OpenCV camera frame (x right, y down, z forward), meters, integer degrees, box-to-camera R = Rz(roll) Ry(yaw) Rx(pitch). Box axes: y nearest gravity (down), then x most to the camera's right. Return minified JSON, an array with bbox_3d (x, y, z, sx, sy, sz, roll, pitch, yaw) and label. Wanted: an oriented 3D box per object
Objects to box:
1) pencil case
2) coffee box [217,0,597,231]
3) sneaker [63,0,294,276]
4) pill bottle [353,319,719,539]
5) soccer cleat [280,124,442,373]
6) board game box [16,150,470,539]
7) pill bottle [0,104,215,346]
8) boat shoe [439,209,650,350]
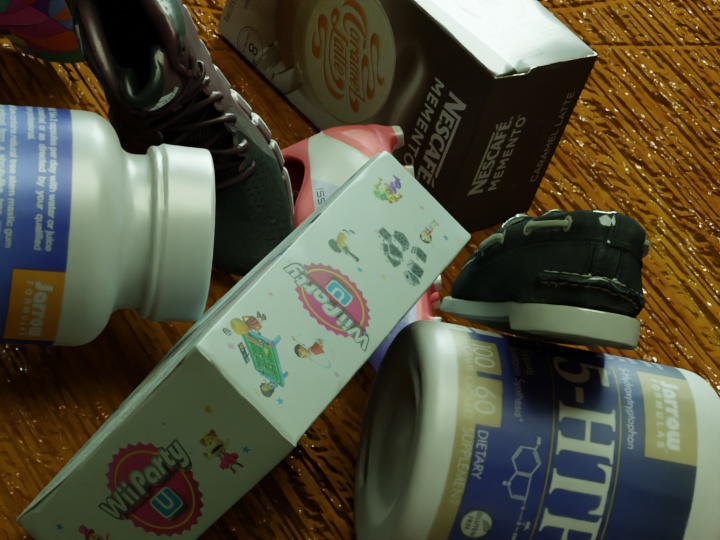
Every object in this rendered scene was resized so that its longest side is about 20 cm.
[{"bbox_3d":[-0.181,-0.163,1.526,0.088,0.088,0.200,33,0,16],"label":"pencil case"},{"bbox_3d":[0.022,-0.127,1.631,0.080,0.114,0.200,-15,48,-41],"label":"coffee box"},{"bbox_3d":[-0.094,-0.073,1.445,0.076,0.200,0.116,-28,16,4],"label":"sneaker"},{"bbox_3d":[0.107,0.098,1.373,0.200,0.120,0.120,10,37,-14],"label":"pill bottle"},{"bbox_3d":[0.000,0.000,1.509,0.076,0.067,0.200,-11,44,0],"label":"soccer cleat"},{"bbox_3d":[-0.051,0.047,1.332,0.064,0.148,0.200,45,37,-2],"label":"board game box"},{"bbox_3d":[-0.171,-0.022,1.376,0.200,0.112,0.112,4,38,-10],"label":"pill bottle"},{"bbox_3d":[0.089,0.002,1.370,0.076,0.060,0.200,12,-2,-17],"label":"boat shoe"}]
